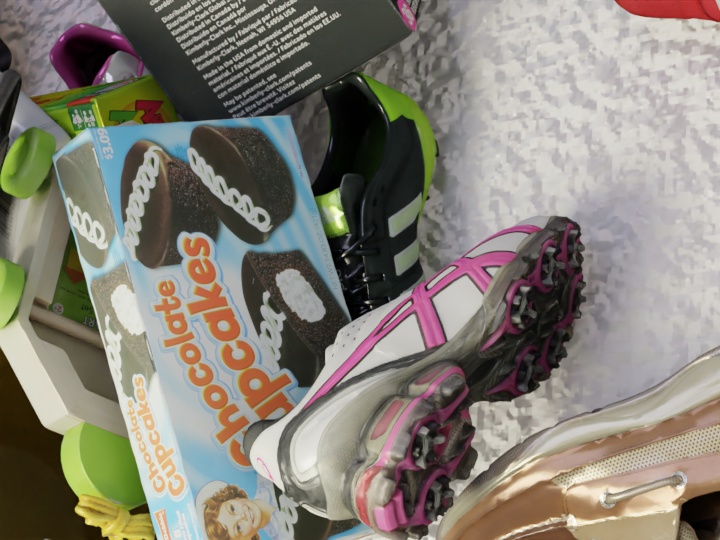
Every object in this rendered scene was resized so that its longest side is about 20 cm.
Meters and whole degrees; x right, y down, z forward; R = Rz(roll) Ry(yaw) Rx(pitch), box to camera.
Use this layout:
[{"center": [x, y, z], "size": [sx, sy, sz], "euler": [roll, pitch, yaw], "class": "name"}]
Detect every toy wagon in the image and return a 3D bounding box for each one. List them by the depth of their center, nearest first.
[{"center": [-0.103, 0.029, 0.745], "size": [0.040, 0.155, 0.200], "euler": [-27, 46, 46], "class": "toy wagon"}]

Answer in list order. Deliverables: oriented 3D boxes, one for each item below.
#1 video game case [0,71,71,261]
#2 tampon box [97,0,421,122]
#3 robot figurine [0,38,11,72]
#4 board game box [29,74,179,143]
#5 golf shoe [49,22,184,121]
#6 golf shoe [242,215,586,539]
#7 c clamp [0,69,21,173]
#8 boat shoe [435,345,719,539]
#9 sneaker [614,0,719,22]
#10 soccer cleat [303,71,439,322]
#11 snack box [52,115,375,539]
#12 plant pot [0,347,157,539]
[{"center": [-0.234, -0.047, 0.900], "size": [0.182, 0.023, 0.200], "euler": [41, 137, 23], "class": "video game case"}, {"center": [-0.071, -0.193, 0.821], "size": [0.126, 0.200, 0.150], "euler": [-28, 21, 19], "class": "tampon box"}, {"center": [-0.311, -0.176, 1.023], "size": [0.125, 0.150, 0.200], "euler": [-43, 84, -1], "class": "robot figurine"}, {"center": [-0.167, -0.042, 0.887], "size": [0.200, 0.048, 0.102], "euler": [-2, 110, 47], "class": "board game box"}, {"center": [-0.103, -0.068, 0.888], "size": [0.075, 0.092, 0.200], "euler": [-51, 53, 3], "class": "golf shoe"}, {"center": [0.030, 0.031, 0.715], "size": [0.092, 0.073, 0.200], "euler": [15, 40, 31], "class": "golf shoe"}, {"center": [-0.193, -0.004, 0.742], "size": [0.200, 0.027, 0.171], "euler": [130, 157, -64], "class": "c clamp"}, {"center": [0.119, 0.094, 0.681], "size": [0.200, 0.076, 0.072], "euler": [-32, 63, 25], "class": "boat shoe"}, {"center": [0.200, -0.112, 0.717], "size": [0.200, 0.071, 0.113], "euler": [-6, 64, 29], "class": "sneaker"}, {"center": [0.000, 0.000, 0.794], "size": [0.067, 0.081, 0.200], "euler": [-11, 66, 30], "class": "soccer cleat"}, {"center": [-0.057, 0.031, 0.730], "size": [0.037, 0.116, 0.200], "euler": [-27, 77, 47], "class": "snack box"}, {"center": [-0.148, 0.117, 0.792], "size": [0.142, 0.200, 0.200], "euler": [-29, 54, 45], "class": "plant pot"}]
